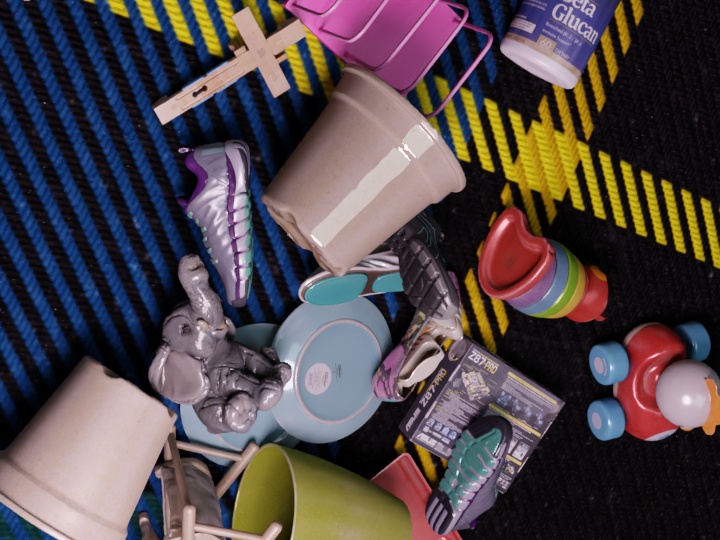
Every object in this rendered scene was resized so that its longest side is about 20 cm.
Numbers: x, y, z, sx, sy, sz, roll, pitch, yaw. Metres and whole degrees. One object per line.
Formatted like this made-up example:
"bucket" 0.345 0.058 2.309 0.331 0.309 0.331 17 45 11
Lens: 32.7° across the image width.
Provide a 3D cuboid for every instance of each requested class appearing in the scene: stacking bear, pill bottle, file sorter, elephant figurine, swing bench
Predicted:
"stacking bear" 0.264 0.014 1.680 0.198 0.122 0.114 22 112 -38
"pill bottle" 0.268 -0.343 1.551 0.110 0.111 0.202 25 96 -30
"file sorter" 0.039 -0.297 1.450 0.199 0.125 0.140 38 90 -31
"elephant figurine" -0.188 0.093 1.467 0.200 0.141 0.155 44 87 -13
"swing bench" -0.199 0.331 1.502 0.128 0.199 0.202 16 107 -21

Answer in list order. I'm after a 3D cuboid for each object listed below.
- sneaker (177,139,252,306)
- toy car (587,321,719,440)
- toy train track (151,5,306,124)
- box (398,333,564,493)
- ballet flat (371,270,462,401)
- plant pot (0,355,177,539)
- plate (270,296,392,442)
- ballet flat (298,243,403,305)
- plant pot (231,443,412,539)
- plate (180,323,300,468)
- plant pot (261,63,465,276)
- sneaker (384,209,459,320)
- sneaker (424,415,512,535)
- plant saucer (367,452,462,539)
"sneaker" -0.174 -0.056 1.471 0.086 0.075 0.203 -1 105 -1
"toy car" 0.457 0.186 1.774 0.182 0.200 0.180 -10 112 -21
"toy train track" -0.155 -0.237 1.436 0.198 0.033 0.115 -33 125 -5
"box" 0.172 0.203 1.733 0.199 0.049 0.162 31 95 -30
"ballet flat" 0.090 0.092 1.614 0.201 0.071 0.069 -55 131 -18
"plant pot" -0.316 0.211 1.438 0.200 0.200 0.185 39 78 -30
"plate" -0.033 0.129 1.596 0.198 0.025 0.204 -9 106 -33
"ballet flat" 0.000 0.000 1.571 0.197 0.069 0.071 -8 111 -29
"plant pot" -0.040 0.330 1.587 0.197 0.187 0.190 12 102 -28
"plate" -0.135 0.167 1.588 0.197 0.026 0.203 -8 110 -22
"plant pot" -0.009 -0.103 1.438 0.184 0.200 0.201 -46 120 -7
"sneaker" 0.079 -0.029 1.537 0.078 0.202 0.076 -10 149 -35
"sneaker" 0.167 0.280 1.701 0.087 0.075 0.201 8 123 -38
"plant saucer" 0.024 0.377 1.730 0.199 0.037 0.201 -37 119 -10
